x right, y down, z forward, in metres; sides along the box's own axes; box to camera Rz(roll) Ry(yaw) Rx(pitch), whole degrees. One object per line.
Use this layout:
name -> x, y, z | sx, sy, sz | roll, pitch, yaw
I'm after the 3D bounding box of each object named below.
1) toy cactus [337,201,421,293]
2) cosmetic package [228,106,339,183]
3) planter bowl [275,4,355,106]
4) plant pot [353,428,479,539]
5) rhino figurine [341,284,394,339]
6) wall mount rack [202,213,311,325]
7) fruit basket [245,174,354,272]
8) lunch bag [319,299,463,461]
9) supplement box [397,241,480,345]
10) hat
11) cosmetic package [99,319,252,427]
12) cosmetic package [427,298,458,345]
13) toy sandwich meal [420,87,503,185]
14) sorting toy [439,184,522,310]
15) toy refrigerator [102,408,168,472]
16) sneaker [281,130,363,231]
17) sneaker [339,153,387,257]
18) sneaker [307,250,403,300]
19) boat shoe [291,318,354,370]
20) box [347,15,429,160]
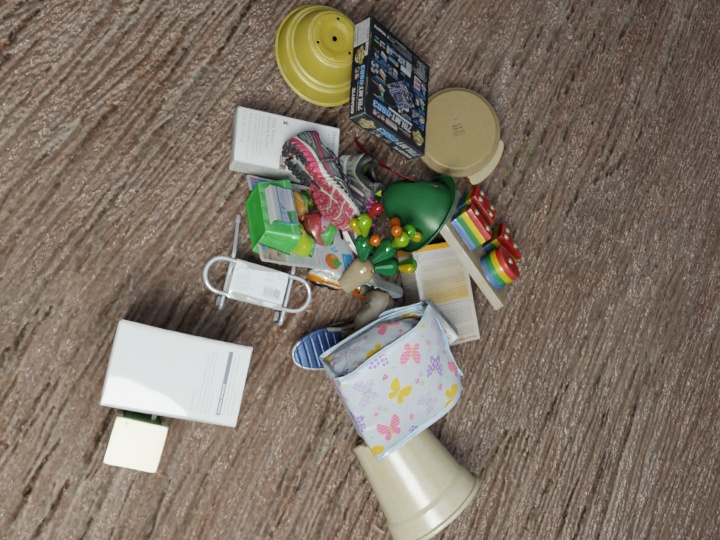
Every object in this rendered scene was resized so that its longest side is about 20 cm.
toy cactus -> 0.024, -0.032, 1.059 | 0.164, 0.199, 0.103 | -40, 62, 9
cosmetic package -> -0.140, -0.225, 1.121 | 0.194, 0.074, 0.105 | 6, 83, -21
planter bowl -> -0.060, -0.430, 1.166 | 0.195, 0.083, 0.207 | 2, 84, -23
plant pot -> 0.087, 0.361, 1.111 | 0.198, 0.200, 0.186 | -34, 86, -21
rhino figurine -> 0.003, 0.122, 1.061 | 0.059, 0.087, 0.205 | 28, 75, -24
wall mount rack -> -0.181, -0.002, 1.087 | 0.195, 0.074, 0.179 | 16, 83, -20
fruit basket -> -0.102, -0.087, 1.086 | 0.195, 0.094, 0.190 | 5, 56, -29
lunch bag -> 0.059, 0.168, 0.979 | 0.197, 0.127, 0.173 | -31, 112, -10
supplement box -> 0.156, 0.050, 1.216 | 0.123, 0.073, 0.207 | -9, 88, -23
hat -> 0.058, -0.151, 1.143 | 0.174, 0.199, 0.169 | 31, 80, -22
cosmetic package -> -0.293, 0.158, 0.953 | 0.195, 0.199, 0.127 | 16, 79, -19
cosmetic package -> 0.084, 0.156, 1.112 | 0.200, 0.108, 0.085 | -45, 87, 7
toy sandwich meal -> 0.205, -0.280, 1.268 | 0.198, 0.070, 0.212 | 0, 84, 2
sorting toy -> 0.250, -0.059, 1.205 | 0.200, 0.069, 0.201 | 52, 27, -11
toy refrigerator -> -0.342, 0.246, 0.925 | 0.074, 0.199, 0.072 | 18, 78, -18
sneaker -> -0.051, -0.160, 1.067 | 0.074, 0.080, 0.202 | -39, 95, -36
sneaker -> 0.010, -0.127, 1.123 | 0.073, 0.086, 0.206 | 11, 69, -55
sneaker -> 0.000, 0.000, 1.159 | 0.195, 0.075, 0.095 | 18, 74, -21
boat shoe -> -0.045, 0.135, 1.125 | 0.195, 0.072, 0.075 | -13, 92, -28
box -> 0.060, -0.347, 1.173 | 0.198, 0.049, 0.205 | 20, 70, -47
